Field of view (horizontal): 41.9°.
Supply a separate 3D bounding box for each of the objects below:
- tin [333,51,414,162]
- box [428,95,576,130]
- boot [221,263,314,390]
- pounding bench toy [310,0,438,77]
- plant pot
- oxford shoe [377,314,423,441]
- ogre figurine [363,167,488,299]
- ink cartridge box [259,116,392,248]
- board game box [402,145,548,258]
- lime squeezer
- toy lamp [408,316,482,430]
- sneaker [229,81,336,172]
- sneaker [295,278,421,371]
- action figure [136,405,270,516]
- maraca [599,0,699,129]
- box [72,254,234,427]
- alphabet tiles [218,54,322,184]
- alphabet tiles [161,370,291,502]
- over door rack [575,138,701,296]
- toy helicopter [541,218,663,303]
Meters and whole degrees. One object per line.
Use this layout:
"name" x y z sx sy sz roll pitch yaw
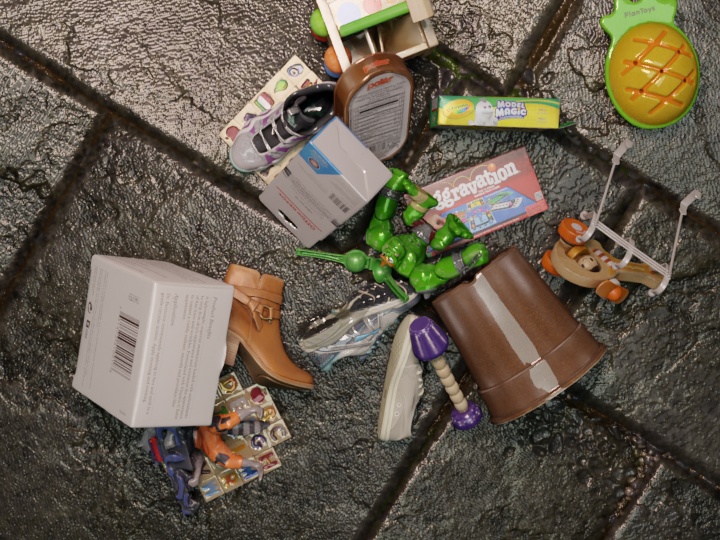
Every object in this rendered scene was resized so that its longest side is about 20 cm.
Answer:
"tin" 0.020 -0.220 1.321 0.111 0.201 0.042 -24 61 -16
"box" 0.204 -0.227 1.363 0.198 0.117 0.049 3 97 -3
"boot" -0.136 0.089 1.408 0.199 0.073 0.156 27 66 -31
"pounding bench toy" 0.013 -0.341 1.303 0.155 0.200 0.125 -21 96 -1
"plant pot" 0.216 0.085 1.366 0.200 0.200 0.199 -35 89 2
"oxford shoe" 0.069 0.164 1.421 0.057 0.075 0.202 9 100 -5
"ogre figurine" 0.084 -0.046 1.368 0.200 0.098 0.120 38 107 5
"ink cartridge box" -0.055 -0.121 1.349 0.116 0.200 0.068 46 58 -7
"board game box" 0.174 -0.104 1.424 0.199 0.019 0.104 -22 95 0
"lime squeezer" 0.000 0.000 1.409 0.199 0.071 0.038 24 135 24
"toy lamp" 0.124 0.150 1.391 0.058 0.058 0.201 -27 124 1
"sneaker" -0.106 -0.210 1.334 0.199 0.140 0.078 -36 96 1
"sneaker" 0.005 0.082 1.420 0.199 0.078 0.087 -26 117 0
"action figure" -0.239 0.272 1.421 0.192 0.105 0.201 4 123 4
"maraca" 0.419 -0.307 1.367 0.136 0.107 0.202 -15 96 0
"box" -0.294 0.095 1.321 0.130 0.199 0.201 6 96 -41
"alphabet tiles" -0.085 -0.192 1.411 0.167 0.008 0.200 -45 96 2
"alphabet tiles" -0.217 0.257 1.452 0.199 0.006 0.167 -26 96 1
"over door rack" 0.407 -0.074 1.388 0.147 0.067 0.201 34 58 -5
"toy helicopter" 0.376 0.002 1.396 0.198 0.133 0.079 8 126 -20
